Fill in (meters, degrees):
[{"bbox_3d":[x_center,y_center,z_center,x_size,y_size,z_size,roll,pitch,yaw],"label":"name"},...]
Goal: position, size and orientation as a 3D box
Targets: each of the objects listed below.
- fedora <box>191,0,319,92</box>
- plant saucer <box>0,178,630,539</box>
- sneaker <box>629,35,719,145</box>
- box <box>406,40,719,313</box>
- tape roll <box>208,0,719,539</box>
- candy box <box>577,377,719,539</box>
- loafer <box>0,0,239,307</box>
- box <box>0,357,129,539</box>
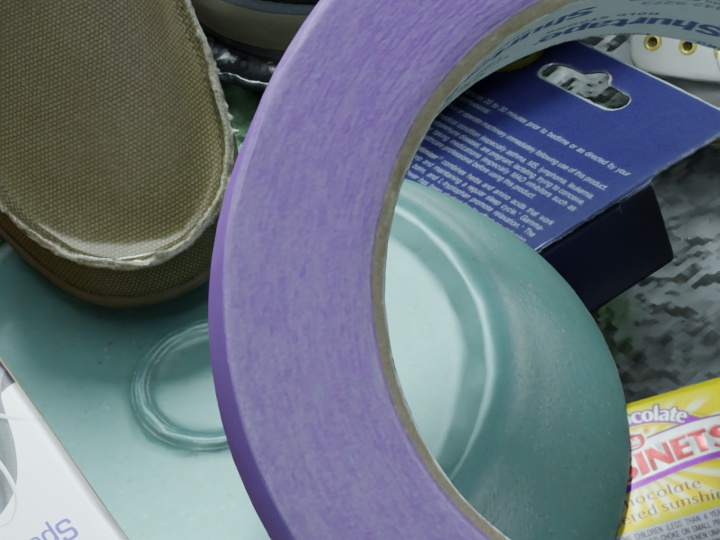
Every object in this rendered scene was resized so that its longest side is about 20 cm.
[{"bbox_3d":[0.001,-0.151,0.914,0.200,0.092,0.201,-5,48,5],"label":"fedora"},{"bbox_3d":[-0.034,0.037,0.708,0.200,0.036,0.200,-4,50,5],"label":"plant saucer"},{"bbox_3d":[0.139,-0.039,0.823,0.115,0.074,0.200,-18,57,20],"label":"sneaker"},{"bbox_3d":[0.000,0.000,0.803,0.200,0.032,0.121,-32,33,-16],"label":"box"},{"bbox_3d":[0.067,0.007,0.632,0.200,0.066,0.200,1,83,-5],"label":"tape roll"},{"bbox_3d":[0.028,0.091,0.694,0.200,0.026,0.102,-16,46,-5],"label":"candy box"},{"bbox_3d":[-0.090,-0.082,0.692,0.076,0.067,0.200,-28,92,-3],"label":"loafer"},{"bbox_3d":[-0.124,0.065,0.652,0.119,0.042,0.200,-31,59,-12],"label":"box"}]
